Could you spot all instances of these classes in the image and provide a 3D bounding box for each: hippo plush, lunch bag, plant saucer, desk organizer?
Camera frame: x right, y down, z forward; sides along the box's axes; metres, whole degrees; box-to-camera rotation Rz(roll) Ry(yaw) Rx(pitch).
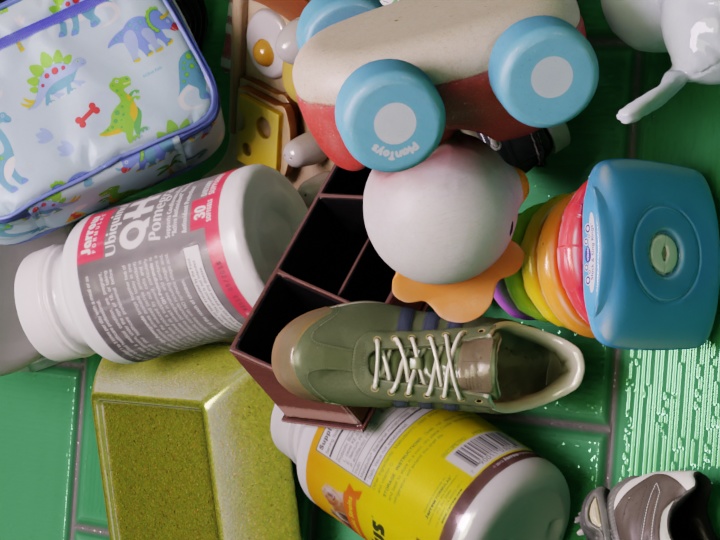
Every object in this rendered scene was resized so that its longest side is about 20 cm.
[{"bbox_3d":[0.224,-0.163,1.399,0.201,0.159,0.161,-67,23,3],"label":"hippo plush"},{"bbox_3d":[-0.208,-0.123,1.632,0.199,0.082,0.161,-24,74,-6],"label":"lunch bag"},{"bbox_3d":[-0.127,0.154,1.668,0.199,0.048,0.201,1,100,49],"label":"plant saucer"},{"bbox_3d":[0.000,0.000,1.528,0.072,0.077,0.200,3,54,40],"label":"desk organizer"}]

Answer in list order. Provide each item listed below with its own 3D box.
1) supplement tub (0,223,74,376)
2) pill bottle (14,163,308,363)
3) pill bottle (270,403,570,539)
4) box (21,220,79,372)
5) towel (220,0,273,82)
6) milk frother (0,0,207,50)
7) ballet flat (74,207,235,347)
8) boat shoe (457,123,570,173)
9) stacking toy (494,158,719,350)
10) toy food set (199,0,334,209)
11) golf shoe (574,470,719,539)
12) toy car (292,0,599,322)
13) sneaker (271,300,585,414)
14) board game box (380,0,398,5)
[{"bbox_3d":[-0.321,-0.012,1.745,0.200,0.144,0.145,16,98,40],"label":"supplement tub"},{"bbox_3d":[-0.137,0.003,1.618,0.199,0.111,0.111,-16,77,26],"label":"pill bottle"},{"bbox_3d":[0.034,0.133,1.536,0.200,0.109,0.110,31,107,38],"label":"pill bottle"},{"bbox_3d":[-0.255,-0.030,1.824,0.116,0.060,0.201,-21,75,38],"label":"box"},{"bbox_3d":[-0.028,-0.226,1.667,0.146,0.030,0.201,17,101,40],"label":"towel"},{"bbox_3d":[-0.215,-0.245,1.765,0.188,0.180,0.201,-107,10,-61],"label":"milk frother"},{"bbox_3d":[-0.148,0.020,1.732,0.200,0.071,0.071,31,107,39],"label":"ballet flat"},{"bbox_3d":[0.056,-0.136,1.548,0.060,0.076,0.200,-36,55,-11],"label":"boat shoe"},{"bbox_3d":[0.123,-0.005,1.488,0.200,0.109,0.117,-4,84,52],"label":"stacking toy"},{"bbox_3d":[-0.062,-0.123,1.633,0.143,0.060,0.201,29,127,38],"label":"toy food set"},{"bbox_3d":[0.198,0.217,1.414,0.094,0.078,0.201,-28,71,35],"label":"golf shoe"},{"bbox_3d":[0.062,-0.067,1.411,0.184,0.176,0.201,-116,11,-65],"label":"toy car"},{"bbox_3d":[0.052,0.054,1.456,0.090,0.199,0.067,-2,84,58],"label":"sneaker"},{"bbox_3d":[0.075,-0.231,1.530,0.105,0.023,0.200,25,79,35],"label":"board game box"}]
